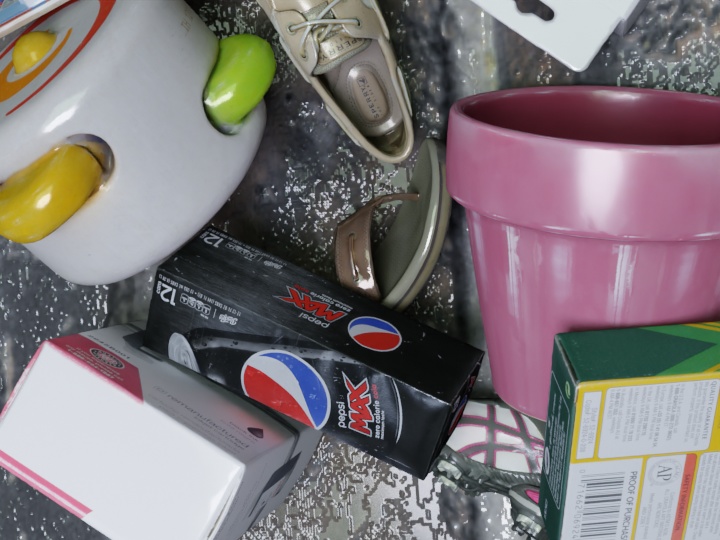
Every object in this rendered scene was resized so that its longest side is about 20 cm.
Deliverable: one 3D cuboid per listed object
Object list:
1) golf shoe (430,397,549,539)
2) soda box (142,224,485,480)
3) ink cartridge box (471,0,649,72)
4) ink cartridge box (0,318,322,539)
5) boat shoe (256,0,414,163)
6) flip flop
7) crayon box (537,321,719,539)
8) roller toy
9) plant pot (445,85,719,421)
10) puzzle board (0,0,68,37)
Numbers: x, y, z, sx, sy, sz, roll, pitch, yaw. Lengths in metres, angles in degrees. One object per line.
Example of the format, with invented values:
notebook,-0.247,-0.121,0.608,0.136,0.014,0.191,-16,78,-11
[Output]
golf shoe,0.091,0.113,0.829,0.200,0.077,0.088,32,75,10
soda box,-0.031,0.048,0.772,0.200,0.071,0.063,24,123,13
ink cartridge box,0.156,-0.234,0.798,0.116,0.067,0.200,37,98,9
ink cartridge box,-0.119,0.103,0.798,0.146,0.200,0.085,31,97,9
boat shoe,-0.017,-0.153,0.783,0.072,0.065,0.200,-27,126,4
flip flop,0.000,0.000,0.820,0.058,0.081,0.200,26,112,-18
crayon box,0.205,0.091,0.694,0.200,0.052,0.126,-3,122,-6
roller toy,-0.168,-0.095,0.795,0.200,0.182,0.140,-52,122,-15
plant pot,0.147,-0.009,0.754,0.200,0.200,0.179,6,108,12
puzzle board,-0.157,-0.228,0.829,0.200,0.151,0.017,-26,120,11
